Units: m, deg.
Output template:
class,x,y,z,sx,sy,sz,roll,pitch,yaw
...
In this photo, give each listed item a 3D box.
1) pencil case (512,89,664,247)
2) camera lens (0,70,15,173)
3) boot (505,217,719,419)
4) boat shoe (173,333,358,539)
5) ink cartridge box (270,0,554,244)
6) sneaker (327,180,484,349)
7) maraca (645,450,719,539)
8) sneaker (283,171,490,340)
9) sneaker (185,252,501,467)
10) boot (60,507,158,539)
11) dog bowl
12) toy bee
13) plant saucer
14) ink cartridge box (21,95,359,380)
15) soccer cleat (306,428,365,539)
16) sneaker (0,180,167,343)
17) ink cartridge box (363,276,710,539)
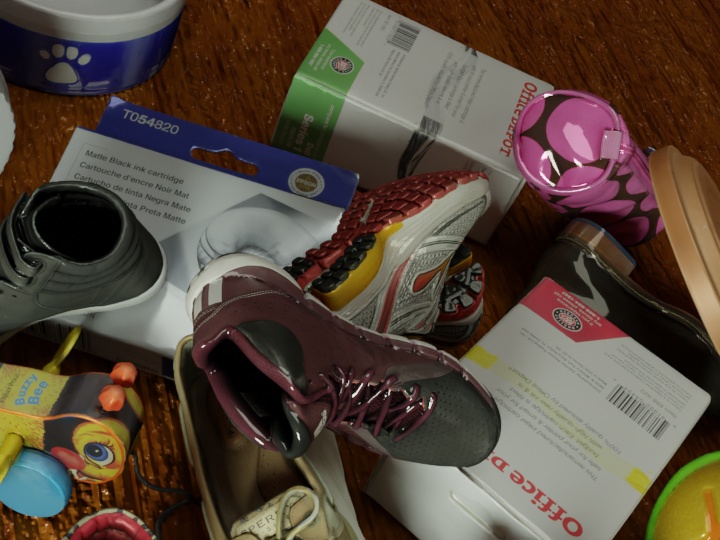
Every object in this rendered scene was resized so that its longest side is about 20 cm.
class,x,y,z,sx,sy,sz,roll,pitch,yaw
pencil case,0.190,-0.076,0.970,0.093,0.091,0.200,21,0,28
camera lens,-0.331,-0.141,0.812,0.159,0.161,0.200,-15,55,-35
boot,0.202,0.063,0.945,0.200,0.075,0.097,45,71,6
boat shoe,-0.057,0.122,0.673,0.073,0.063,0.200,-32,53,-3
ink cartridge box,0.047,-0.128,1.030,0.199,0.085,0.147,26,43,0
sneaker,0.000,0.000,0.899,0.199,0.082,0.078,30,65,27
maraca,0.280,0.194,0.789,0.199,0.138,0.107,25,0,14
sneaker,0.019,0.001,0.797,0.077,0.083,0.200,1,34,47
sneaker,-0.010,0.076,0.663,0.199,0.076,0.116,27,22,-13
boot,-0.139,0.221,0.547,0.073,0.154,0.204,16,43,-9
dog bowl,-0.241,-0.236,1.008,0.198,0.079,0.201,13,44,-13
toy bee,-0.167,0.081,0.709,0.198,0.109,0.132,6,44,-19
plant saucer,0.269,-0.001,0.926,0.201,0.032,0.201,50,26,-35
ink cartridge box,-0.115,-0.026,0.832,0.198,0.041,0.201,16,59,2
soccer cleat,-0.022,0.167,0.726,0.077,0.069,0.201,12,51,-20
sneaker,-0.215,-0.001,0.726,0.198,0.099,0.071,-16,68,-10
ink cartridge box,0.119,0.115,0.823,0.145,0.084,0.200,38,44,15
